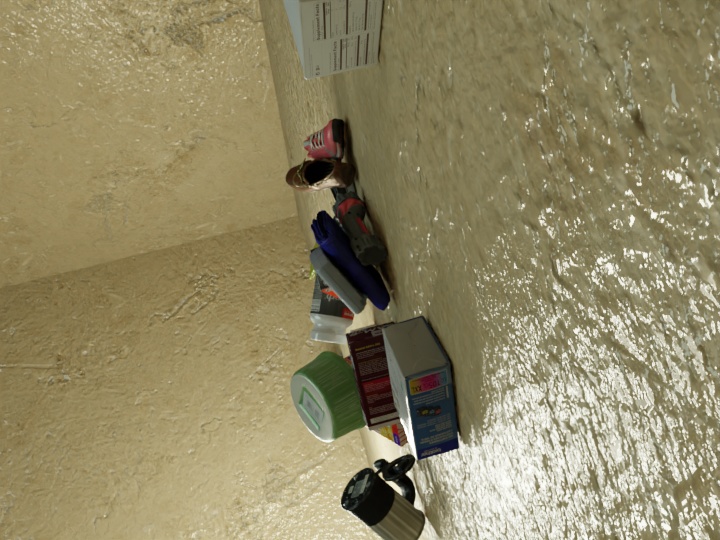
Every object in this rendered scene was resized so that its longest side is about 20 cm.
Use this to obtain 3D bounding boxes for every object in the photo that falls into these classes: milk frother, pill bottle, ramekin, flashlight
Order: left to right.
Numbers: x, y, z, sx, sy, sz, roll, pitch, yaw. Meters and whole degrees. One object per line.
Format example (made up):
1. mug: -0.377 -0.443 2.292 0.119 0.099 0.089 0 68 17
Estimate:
1. ramekin: -0.078 0.299 1.590 0.200 0.097 0.201 34 136 39
2. pill bottle: -0.069 0.085 1.765 0.116 0.115 0.202 136 142 -82
3. flashlight: 0.000 -0.083 1.356 0.068 0.067 0.200 50 -173 -40
4. milk frother: 0.092 0.555 1.648 0.188 0.181 0.200 43 150 -17

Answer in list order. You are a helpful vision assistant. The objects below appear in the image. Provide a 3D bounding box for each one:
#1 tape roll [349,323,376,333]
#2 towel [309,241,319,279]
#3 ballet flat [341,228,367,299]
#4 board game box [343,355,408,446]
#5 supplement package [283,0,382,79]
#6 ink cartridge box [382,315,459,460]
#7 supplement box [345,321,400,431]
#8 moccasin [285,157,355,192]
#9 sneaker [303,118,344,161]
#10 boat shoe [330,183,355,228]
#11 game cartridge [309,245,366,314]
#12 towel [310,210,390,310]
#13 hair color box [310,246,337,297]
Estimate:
1. tape roll: 0.030 0.241 1.718 0.202 0.070 0.204 165 90 -83
2. towel: -0.103 -0.046 1.689 0.200 0.018 0.087 124 153 -68
3. ballet flat: 0.000 0.000 1.483 0.074 0.074 0.201 -115 9 -58
4. board game box: 0.032 0.296 1.565 0.199 0.046 0.153 17 124 50
5. supplement package: -0.051 -0.395 0.920 0.156 0.110 0.202 94 160 -70
6. ink cartridge box: 0.095 0.194 1.063 0.137 0.076 0.201 -114 13 -58
7. supplement box: 0.043 0.218 1.406 0.061 0.108 0.202 -126 24 -73
8. moccasin: -0.101 -0.208 1.475 0.201 0.077 0.074 14 85 50
9. sneaker: -0.079 -0.268 1.456 0.200 0.086 0.075 127 144 -81
10. boat shoe: -0.034 -0.126 1.516 0.070 0.066 0.202 -179 75 -84
11. game cartridge: -0.047 0.011 1.352 0.133 0.042 0.200 45 -176 -10
12. towel: -0.023 -0.017 1.352 0.200 0.049 0.148 49 -170 -25
13. hair color box: -0.042 0.008 1.589 0.200 0.061 0.102 26 -135 -68
